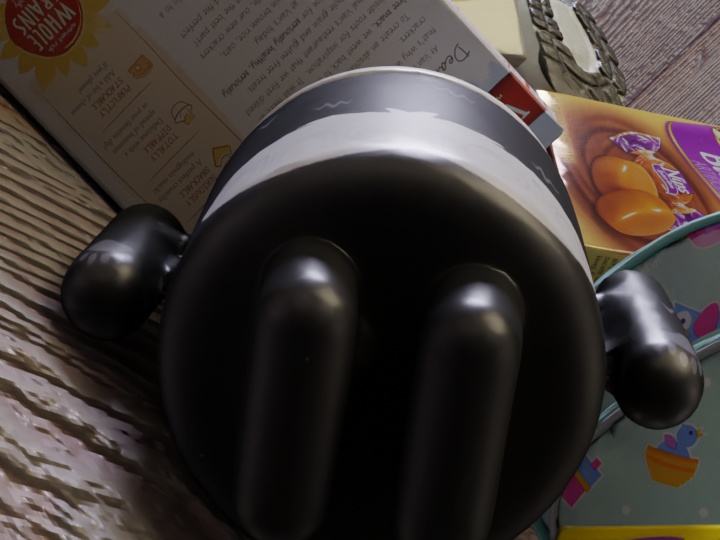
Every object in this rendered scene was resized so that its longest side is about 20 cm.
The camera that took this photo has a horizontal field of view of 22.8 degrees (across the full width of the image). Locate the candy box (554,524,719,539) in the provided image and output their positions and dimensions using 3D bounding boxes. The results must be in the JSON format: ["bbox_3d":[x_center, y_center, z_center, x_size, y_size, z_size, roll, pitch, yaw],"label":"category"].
[{"bbox_3d":[0.138,0.147,0.516,0.201,0.102,0.026,57,42,-29],"label":"candy box"}]

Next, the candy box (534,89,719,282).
[{"bbox_3d":[0.169,-0.011,0.790,0.198,0.057,0.117,11,37,-14],"label":"candy box"}]

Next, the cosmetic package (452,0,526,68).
[{"bbox_3d":[0.009,-0.175,0.843,0.071,0.105,0.202,0,71,-30],"label":"cosmetic package"}]

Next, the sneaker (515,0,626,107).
[{"bbox_3d":[0.056,-0.132,0.886,0.077,0.089,0.201,21,40,-39],"label":"sneaker"}]

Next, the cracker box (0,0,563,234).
[{"bbox_3d":[-0.042,-0.078,0.638,0.200,0.134,0.058,47,9,-4],"label":"cracker box"}]

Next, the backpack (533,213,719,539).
[{"bbox_3d":[0.149,0.080,0.644,0.153,0.176,0.201,7,45,-58],"label":"backpack"}]

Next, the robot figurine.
[{"bbox_3d":[0.007,0.013,0.520,0.150,0.125,0.200,46,14,-11],"label":"robot figurine"}]
